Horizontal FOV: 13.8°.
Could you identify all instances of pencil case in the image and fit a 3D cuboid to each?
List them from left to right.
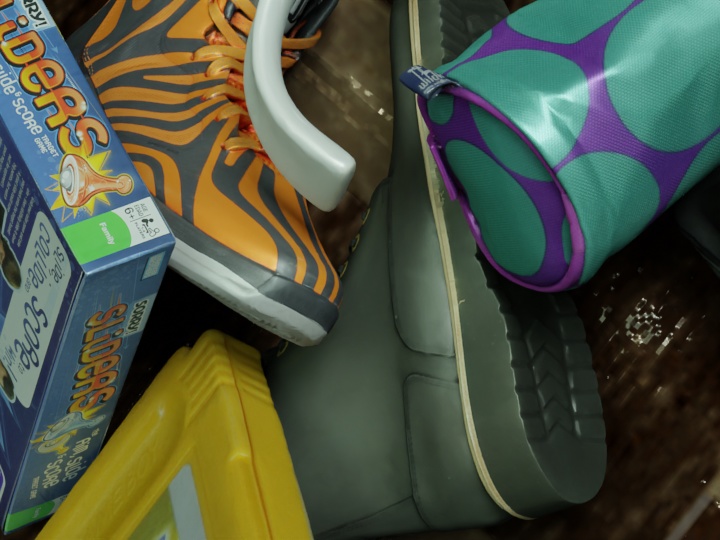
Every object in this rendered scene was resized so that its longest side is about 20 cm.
[{"bbox_3d":[0.107,-0.086,0.958,0.200,0.085,0.092,-40,40,-16],"label":"pencil case"}]

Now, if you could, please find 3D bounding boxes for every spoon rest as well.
[{"bbox_3d":[0.021,-0.117,0.975,0.060,0.099,0.201,32,69,1],"label":"spoon rest"}]

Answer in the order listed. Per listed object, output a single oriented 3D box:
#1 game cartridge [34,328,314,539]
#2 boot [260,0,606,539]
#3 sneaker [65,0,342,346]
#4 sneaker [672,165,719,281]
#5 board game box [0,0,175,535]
[{"bbox_3d":[-0.077,0.137,0.987,0.177,0.032,0.200,-53,31,22],"label":"game cartridge"},{"bbox_3d":[0.000,0.000,1.038,0.138,0.077,0.201,-20,65,32],"label":"boot"},{"bbox_3d":[-0.044,-0.061,1.029,0.112,0.077,0.200,-51,42,5],"label":"sneaker"},{"bbox_3d":[0.166,-0.008,0.913,0.199,0.082,0.071,4,65,60],"label":"sneaker"},{"bbox_3d":[-0.126,-0.010,1.030,0.034,0.200,0.136,-21,69,-25],"label":"board game box"}]
